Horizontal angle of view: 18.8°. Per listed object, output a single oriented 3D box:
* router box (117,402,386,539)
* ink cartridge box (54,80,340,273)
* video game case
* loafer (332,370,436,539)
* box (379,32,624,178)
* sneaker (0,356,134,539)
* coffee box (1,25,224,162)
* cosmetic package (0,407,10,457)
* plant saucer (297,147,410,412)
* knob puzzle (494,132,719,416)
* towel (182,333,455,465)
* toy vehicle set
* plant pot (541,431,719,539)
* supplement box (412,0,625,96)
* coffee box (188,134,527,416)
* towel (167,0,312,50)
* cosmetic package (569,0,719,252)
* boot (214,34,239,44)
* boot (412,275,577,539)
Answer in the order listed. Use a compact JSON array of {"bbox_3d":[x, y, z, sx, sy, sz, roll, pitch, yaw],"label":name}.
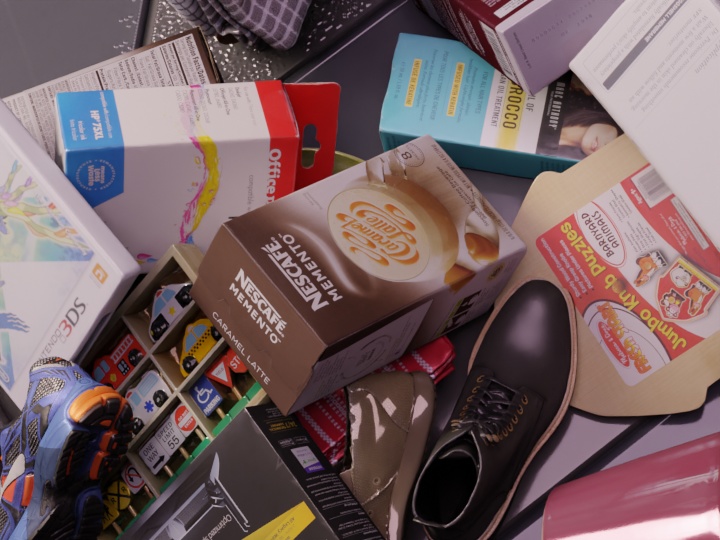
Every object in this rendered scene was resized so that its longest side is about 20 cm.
[{"bbox_3d":[-0.080,0.210,1.451,0.200,0.052,0.157,-46,69,25],"label":"router box"},{"bbox_3d":[-0.109,-0.064,1.501,0.199,0.116,0.067,-4,42,-12],"label":"ink cartridge box"},{"bbox_3d":[-0.250,-0.020,1.490,0.200,0.182,0.022,49,45,12],"label":"video game case"},{"bbox_3d":[-0.002,0.160,1.478,0.067,0.076,0.201,14,88,-5],"label":"loafer"},{"bbox_3d":[0.119,-0.115,1.589,0.199,0.049,0.083,9,73,9],"label":"box"},{"bbox_3d":[-0.216,0.140,1.492,0.078,0.075,0.200,48,126,31],"label":"sneaker"},{"bbox_3d":[-0.188,-0.091,1.582,0.200,0.113,0.080,-20,71,-2],"label":"coffee box"},{"bbox_3d":[-0.344,0.068,1.561,0.107,0.090,0.200,-37,74,-3],"label":"cosmetic package"},{"bbox_3d":[-0.043,0.009,1.576,0.199,0.031,0.201,-2,71,5],"label":"plant saucer"},{"bbox_3d":[0.183,0.014,1.537,0.219,0.030,0.220,0,91,12],"label":"knob puzzle"},{"bbox_3d":[-0.049,0.070,1.529,0.200,0.022,0.145,-37,71,-7],"label":"towel"},{"bbox_3d":[-0.144,0.094,1.505,0.200,0.026,0.124,-48,69,25],"label":"toy vehicle set"},{"bbox_3d":[0.220,0.193,1.411,0.179,0.200,0.201,-8,70,19],"label":"plant pot"},{"bbox_3d":[0.111,-0.208,1.559,0.109,0.061,0.200,-34,34,-6],"label":"supplement box"},{"bbox_3d":[0.000,0.000,1.466,0.200,0.080,0.114,-26,68,-40],"label":"coffee box"},{"bbox_3d":[-0.071,-0.267,1.528,0.085,0.166,0.200,20,79,21],"label":"towel"},{"bbox_3d":[0.288,-0.116,1.479,0.200,0.199,0.123,54,128,17],"label":"cosmetic package"},{"bbox_3d":[-0.064,-0.280,1.655,0.200,0.074,0.155,-28,67,-6],"label":"boot"},{"bbox_3d":[0.093,0.093,1.462,0.077,0.138,0.201,16,82,12],"label":"boot"}]
